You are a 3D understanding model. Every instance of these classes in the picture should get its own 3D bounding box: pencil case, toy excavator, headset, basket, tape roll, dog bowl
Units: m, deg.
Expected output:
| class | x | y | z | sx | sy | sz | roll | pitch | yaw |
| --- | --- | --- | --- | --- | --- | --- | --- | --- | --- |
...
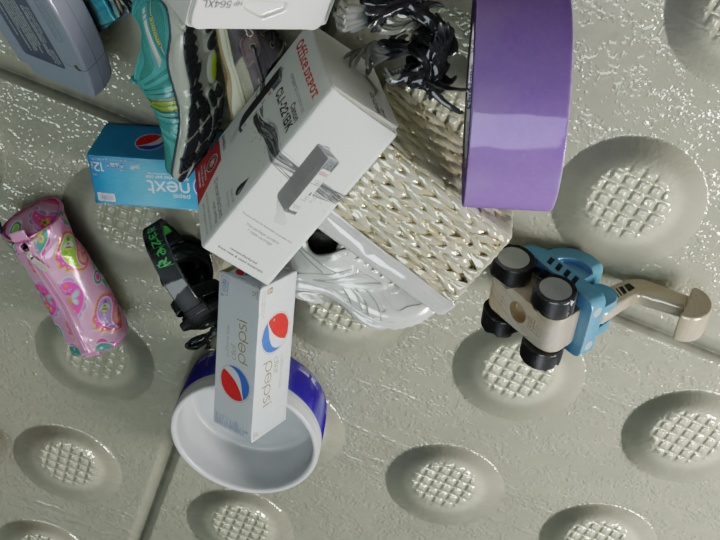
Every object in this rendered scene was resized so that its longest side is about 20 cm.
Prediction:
| class | x | y | z | sx | sy | sz | roll | pitch | yaw |
| --- | --- | --- | --- | --- | --- | --- | --- | --- | --- |
| pencil case | -0.357 | 0.012 | 1.239 | 0.086 | 0.088 | 0.202 | -9 | 127 | 17 |
| toy excavator | 0.261 | 0.030 | 1.135 | 0.194 | 0.198 | 0.101 | 41 | 143 | 36 |
| headset | -0.206 | 0.027 | 1.199 | 0.093 | 0.124 | 0.201 | -30 | 144 | 2 |
| basket | 0.053 | -0.078 | 1.060 | 0.199 | 0.136 | 0.123 | 35 | 124 | -17 |
| tape roll | 0.139 | -0.157 | 0.937 | 0.083 | 0.202 | 0.202 | 4 | 129 | 4 |
| dog bowl | -0.144 | 0.197 | 1.347 | 0.196 | 0.079 | 0.203 | 6 | 128 | 7 |

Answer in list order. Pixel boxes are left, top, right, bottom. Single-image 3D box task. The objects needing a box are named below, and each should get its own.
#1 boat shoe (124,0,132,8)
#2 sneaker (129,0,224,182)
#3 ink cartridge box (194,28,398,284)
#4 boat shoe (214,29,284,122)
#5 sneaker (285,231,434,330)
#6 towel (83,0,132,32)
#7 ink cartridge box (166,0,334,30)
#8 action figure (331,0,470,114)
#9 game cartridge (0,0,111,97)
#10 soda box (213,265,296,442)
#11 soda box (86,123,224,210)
| class | x | y | z | sx | sy | sz | roll | pitch | yaw |
| --- | --- | --- | --- | --- | --- | --- | --- | --- | --- |
| boat shoe | -0.237 | -0.324 | 0.961 | 0.074 | 0.062 | 0.202 | -26 | 121 | -4 |
| sneaker | -0.182 | -0.181 | 1.007 | 0.078 | 0.078 | 0.202 | 18 | 131 | 17 |
| ink cartridge box | -0.067 | -0.113 | 0.978 | 0.083 | 0.145 | 0.200 | 31 | 114 | -30 |
| boat shoe | -0.108 | -0.221 | 1.024 | 0.064 | 0.072 | 0.203 | -6 | 125 | 1 |
| sneaker | 0.000 | 0.000 | 1.170 | 0.197 | 0.078 | 0.100 | 15 | 126 | -3 |
| towel | -0.316 | -0.304 | 0.977 | 0.200 | 0.022 | 0.146 | 47 | 158 | -24 |
| ink cartridge box | -0.120 | -0.294 | 0.855 | 0.144 | 0.201 | 0.085 | -12 | 141 | -40 |
| action figure | 0.025 | -0.220 | 0.913 | 0.101 | 0.203 | 0.119 | -20 | 158 | -3 |
| game cartridge | -0.318 | -0.260 | 0.987 | 0.132 | 0.042 | 0.201 | 20 | 151 | 26 |
| soda box | -0.123 | 0.090 | 1.180 | 0.063 | 0.068 | 0.203 | 22 | 120 | 29 |
| soda box | -0.191 | -0.111 | 1.122 | 0.196 | 0.068 | 0.065 | 5 | 129 | 6 |
